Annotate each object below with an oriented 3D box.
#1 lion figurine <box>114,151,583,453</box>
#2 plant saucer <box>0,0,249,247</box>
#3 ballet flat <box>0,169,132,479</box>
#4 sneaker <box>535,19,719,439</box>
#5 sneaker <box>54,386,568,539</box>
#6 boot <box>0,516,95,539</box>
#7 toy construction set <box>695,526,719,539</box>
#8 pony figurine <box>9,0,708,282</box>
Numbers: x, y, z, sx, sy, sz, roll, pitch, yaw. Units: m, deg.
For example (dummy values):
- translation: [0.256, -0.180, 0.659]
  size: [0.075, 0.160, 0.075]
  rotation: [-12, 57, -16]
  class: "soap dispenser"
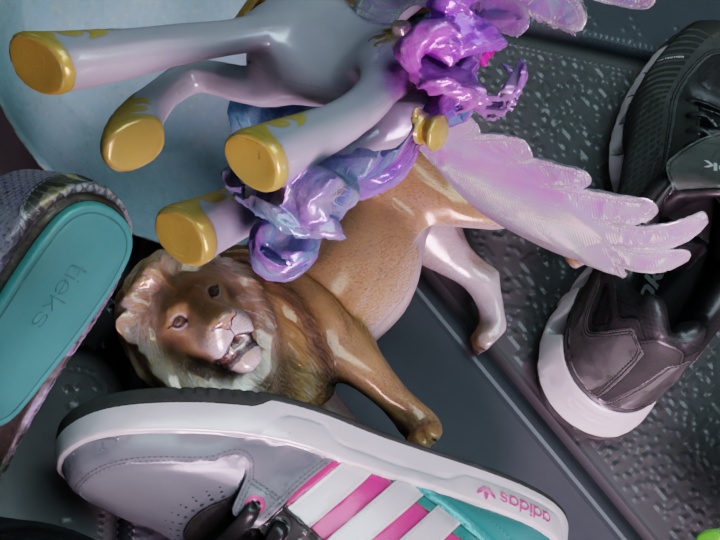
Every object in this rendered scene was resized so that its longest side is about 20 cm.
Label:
- translation: [0.000, 0.000, 0.943]
  size: [0.122, 0.072, 0.200]
  rotation: [46, 52, -5]
  class: "lion figurine"
- translation: [-0.069, -0.108, 0.946]
  size: [0.201, 0.039, 0.201]
  rotation: [1, 89, -38]
  class: "plant saucer"
- translation: [-0.151, 0.051, 0.845]
  size: [0.072, 0.072, 0.200]
  rotation: [33, 85, -9]
  class: "ballet flat"
- translation: [0.136, -0.028, 1.003]
  size: [0.066, 0.090, 0.200]
  rotation: [31, 59, -12]
  class: "sneaker"
- translation: [-0.017, 0.121, 0.877]
  size: [0.200, 0.084, 0.121]
  rotation: [17, 53, -20]
  class: "sneaker"
- translation: [-0.086, 0.113, 0.760]
  size: [0.198, 0.162, 0.073]
  rotation: [15, 77, -54]
  class: "boot"
- translation: [0.204, 0.126, 0.934]
  size: [0.092, 0.131, 0.200]
  rotation: [13, 25, -37]
  class: "toy construction set"
- translation: [0.011, -0.070, 0.864]
  size: [0.193, 0.167, 0.200]
  rotation: [25, 41, 34]
  class: "pony figurine"
